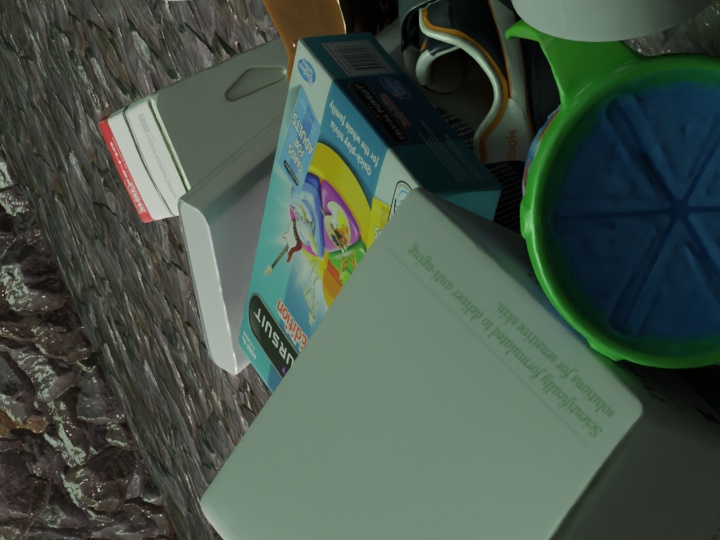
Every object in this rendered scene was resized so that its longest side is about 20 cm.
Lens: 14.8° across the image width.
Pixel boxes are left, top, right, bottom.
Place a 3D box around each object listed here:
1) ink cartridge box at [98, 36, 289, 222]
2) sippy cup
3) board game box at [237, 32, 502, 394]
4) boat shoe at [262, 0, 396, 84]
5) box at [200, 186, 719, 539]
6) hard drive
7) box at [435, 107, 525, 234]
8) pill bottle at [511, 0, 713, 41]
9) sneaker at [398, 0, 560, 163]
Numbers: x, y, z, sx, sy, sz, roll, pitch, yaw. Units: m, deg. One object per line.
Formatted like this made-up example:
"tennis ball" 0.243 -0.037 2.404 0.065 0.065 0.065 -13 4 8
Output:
"ink cartridge box" -0.083 -0.100 1.861 0.084 0.144 0.200 66 167 -4
"sippy cup" 0.130 -0.033 1.234 0.130 0.139 0.179 -132 45 -80
"board game box" 0.000 0.000 1.455 0.151 0.047 0.201 52 139 45
"boat shoe" -0.012 -0.152 1.640 0.070 0.070 0.200 34 159 23
"box" 0.073 0.108 1.304 0.171 0.200 0.199 21 -163 -44
"hard drive" -0.022 -0.047 1.613 0.027 0.200 0.132 28 145 32
"box" 0.070 0.045 1.572 0.197 0.124 0.201 50 158 45
"pill bottle" 0.092 -0.200 1.110 0.116 0.115 0.201 49 157 51
"sneaker" 0.051 -0.145 1.433 0.079 0.079 0.200 95 151 -64
